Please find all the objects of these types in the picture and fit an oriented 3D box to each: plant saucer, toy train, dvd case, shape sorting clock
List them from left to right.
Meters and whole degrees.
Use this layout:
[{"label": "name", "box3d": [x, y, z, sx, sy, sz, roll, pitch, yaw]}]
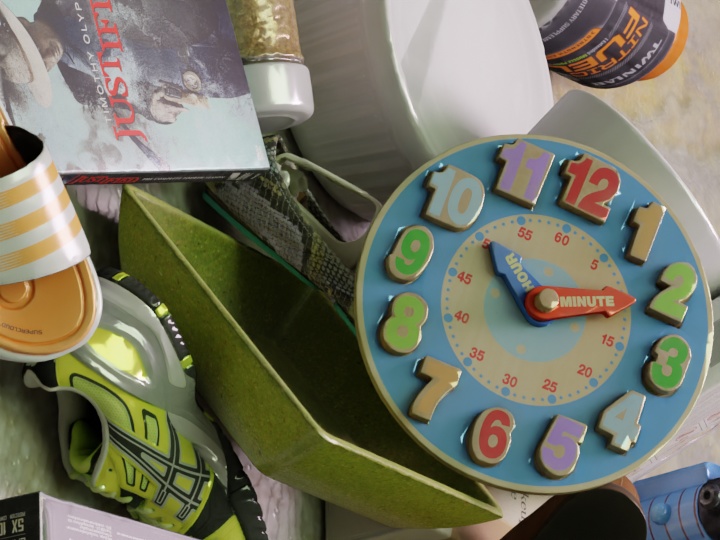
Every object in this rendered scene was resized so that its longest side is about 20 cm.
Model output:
[{"label": "dvd case", "box3d": [-0.134, -0.115, 1.564, 0.200, 0.022, 0.146, -3, 75, -50]}, {"label": "plant saucer", "box3d": [-0.037, 0.059, 1.593, 0.200, 0.048, 0.200, 50, 12, 33]}, {"label": "shape sorting clock", "box3d": [0.095, 0.021, 1.613, 0.199, 0.039, 0.201, 5, 69, -13]}, {"label": "toy train", "box3d": [0.207, 0.170, 1.903, 0.114, 0.200, 0.087, 21, 60, -43]}]

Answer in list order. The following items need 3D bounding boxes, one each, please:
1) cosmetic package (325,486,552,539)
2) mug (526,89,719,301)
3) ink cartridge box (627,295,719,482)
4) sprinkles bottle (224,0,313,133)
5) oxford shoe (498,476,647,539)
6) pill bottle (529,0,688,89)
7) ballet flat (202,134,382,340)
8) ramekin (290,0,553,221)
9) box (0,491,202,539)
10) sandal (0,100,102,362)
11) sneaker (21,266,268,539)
[{"label": "cosmetic package", "box3d": [0.061, 0.141, 1.783, 0.200, 0.071, 0.106, 33, 49, -50]}, {"label": "mug", "box3d": [0.118, 0.015, 1.729, 0.153, 0.149, 0.187, -38, 117, -10]}, {"label": "ink cartridge box", "box3d": [0.189, 0.070, 1.776, 0.050, 0.161, 0.200, 58, 3, 11]}, {"label": "sprinkles bottle", "box3d": [-0.073, -0.178, 1.689, 0.068, 0.068, 0.201, 6, 72, -59]}, {"label": "oxford shoe", "box3d": [0.085, 0.188, 1.704, 0.071, 0.200, 0.071, 48, 13, -8]}, {"label": "pill bottle", "box3d": [0.149, -0.185, 2.037, 0.200, 0.106, 0.107, 18, 63, -56]}, {"label": "ballet flat", "box3d": [0.000, 0.000, 1.648, 0.200, 0.072, 0.072, 45, 28, 11]}, {"label": "ramekin", "box3d": [0.029, -0.120, 1.814, 0.202, 0.094, 0.203, 31, 53, -52]}, {"label": "box", "box3d": [-0.143, 0.169, 1.327, 0.200, 0.163, 0.086, 25, 57, -55]}, {"label": "sandal", "box3d": [-0.187, -0.049, 1.422, 0.079, 0.059, 0.207, -28, 99, -16]}, {"label": "sneaker", "box3d": [-0.112, 0.095, 1.527, 0.076, 0.075, 0.200, -38, 119, -23]}]
